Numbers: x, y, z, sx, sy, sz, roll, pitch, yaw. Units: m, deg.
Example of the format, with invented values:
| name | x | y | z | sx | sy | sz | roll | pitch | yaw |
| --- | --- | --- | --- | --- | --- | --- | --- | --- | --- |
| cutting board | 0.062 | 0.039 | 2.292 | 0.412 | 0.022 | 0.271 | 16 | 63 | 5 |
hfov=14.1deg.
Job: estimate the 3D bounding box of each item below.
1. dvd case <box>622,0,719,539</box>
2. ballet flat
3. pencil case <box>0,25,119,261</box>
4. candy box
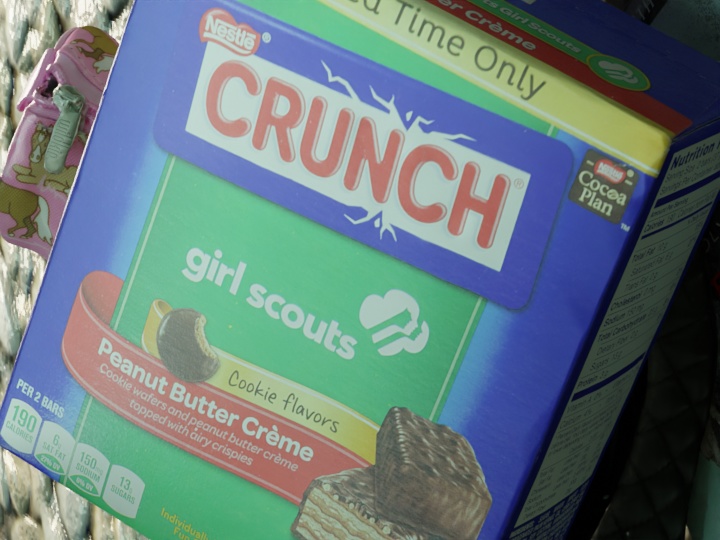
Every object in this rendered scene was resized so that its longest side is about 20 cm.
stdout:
| name | x | y | z | sx | sy | sz | roll | pitch | yaw |
| --- | --- | --- | --- | --- | --- | --- | --- | --- | --- |
| dvd case | 0.120 | 0.009 | 0.885 | 0.146 | 0.022 | 0.201 | -56 | 49 | 53 |
| ballet flat | 0.072 | 0.043 | 0.902 | 0.066 | 0.057 | 0.201 | 30 | 124 | 55 |
| pencil case | -0.028 | -0.009 | 0.972 | 0.199 | 0.086 | 0.083 | 26 | 115 | 18 |
| candy box | 0.000 | 0.000 | 0.866 | 0.169 | 0.077 | 0.201 | 29 | 115 | 17 |
